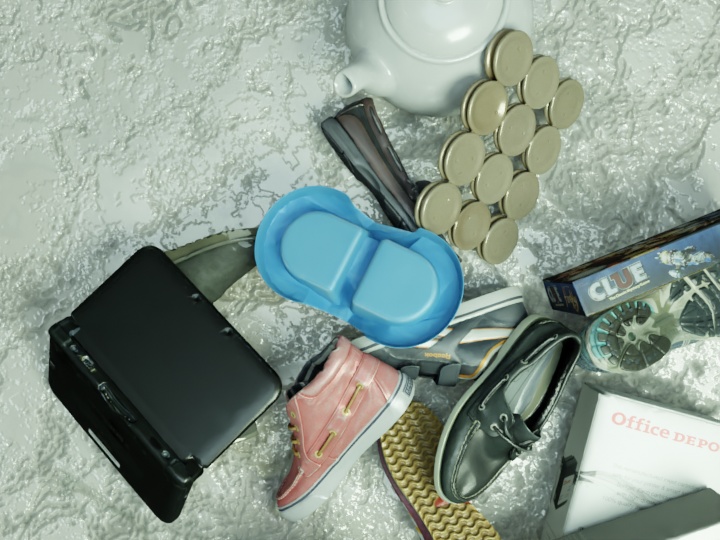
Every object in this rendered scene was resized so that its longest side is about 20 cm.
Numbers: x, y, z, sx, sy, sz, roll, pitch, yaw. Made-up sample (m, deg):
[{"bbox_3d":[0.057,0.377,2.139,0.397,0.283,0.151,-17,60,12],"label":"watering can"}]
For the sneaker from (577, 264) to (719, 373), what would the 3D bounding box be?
[{"bbox_3d":[0.290,0.047,0.792,0.199,0.086,0.078,-15,81,-21],"label":"sneaker"}]

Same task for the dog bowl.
[{"bbox_3d":[0.000,0.000,0.749,0.200,0.050,0.112,25,82,14],"label":"dog bowl"}]

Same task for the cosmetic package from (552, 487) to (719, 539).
[{"bbox_3d":[0.243,0.276,0.700,0.199,0.090,0.107,-18,90,0],"label":"cosmetic package"}]

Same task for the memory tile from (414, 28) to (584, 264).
[{"bbox_3d":[0.134,-0.112,0.768,0.017,0.153,0.200,31,98,45],"label":"memory tile"}]

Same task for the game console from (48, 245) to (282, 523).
[{"bbox_3d":[-0.196,0.113,0.781,0.200,0.176,0.116,45,51,14],"label":"game console"}]

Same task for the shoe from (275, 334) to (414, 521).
[{"bbox_3d":[-0.043,0.151,0.773,0.091,0.072,0.200,36,113,-10],"label":"shoe"}]

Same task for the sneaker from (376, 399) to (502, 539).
[{"bbox_3d":[0.070,0.226,0.796,0.075,0.090,0.200,-18,62,-16],"label":"sneaker"}]

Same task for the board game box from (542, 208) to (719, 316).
[{"bbox_3d":[0.281,-0.012,0.759,0.199,0.135,0.035,-22,89,1],"label":"board game box"}]

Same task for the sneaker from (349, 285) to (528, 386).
[{"bbox_3d":[0.073,0.080,0.792,0.199,0.078,0.080,-17,83,0],"label":"sneaker"}]

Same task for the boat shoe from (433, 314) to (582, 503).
[{"bbox_3d":[0.142,0.131,0.739,0.075,0.066,0.199,47,73,-26],"label":"boat shoe"}]

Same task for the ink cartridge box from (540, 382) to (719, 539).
[{"bbox_3d":[0.267,0.226,0.782,0.145,0.084,0.201,15,91,3],"label":"ink cartridge box"}]

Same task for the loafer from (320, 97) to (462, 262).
[{"bbox_3d":[0.042,-0.086,0.800,0.063,0.072,0.200,-38,86,-3],"label":"loafer"}]

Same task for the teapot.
[{"bbox_3d":[0.080,-0.248,0.761,0.197,0.146,0.201,3,89,1],"label":"teapot"}]

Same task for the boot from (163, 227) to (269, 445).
[{"bbox_3d":[-0.140,0.071,0.802,0.181,0.073,0.201,-19,82,15],"label":"boot"}]
